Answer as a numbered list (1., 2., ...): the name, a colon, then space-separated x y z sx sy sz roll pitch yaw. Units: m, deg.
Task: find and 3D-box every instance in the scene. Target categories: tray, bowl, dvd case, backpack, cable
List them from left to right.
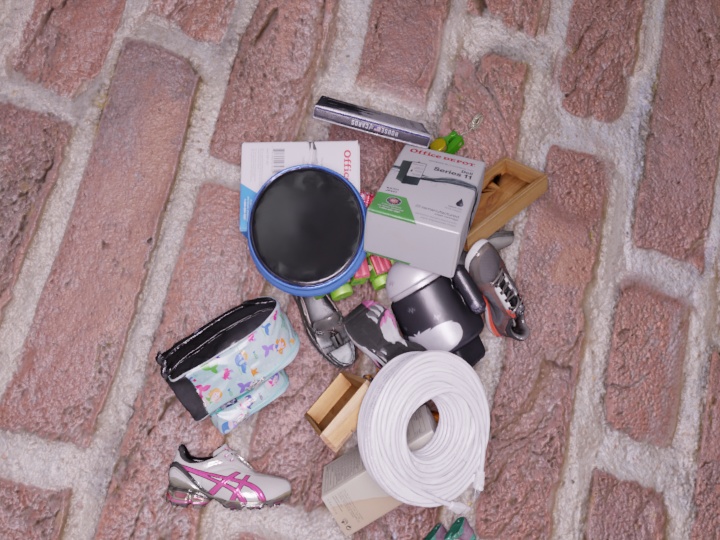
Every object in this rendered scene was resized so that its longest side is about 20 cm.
1. backpack: -0.187 0.133 0.891 0.199 0.176 0.153 -39 109 -16
2. bowl: -0.080 -0.064 0.896 0.193 0.039 0.209 0 81 1
3. tray: -0.031 0.206 0.881 0.037 0.200 0.099 44 78 -5
4. dvd case: 0.019 -0.257 1.001 0.193 0.151 0.025 15 111 -5
5. cable: 0.089 0.210 0.789 0.195 0.069 0.207 18 82 -25
6. tray: 0.220 -0.118 1.009 0.198 0.038 0.098 -35 45 -20

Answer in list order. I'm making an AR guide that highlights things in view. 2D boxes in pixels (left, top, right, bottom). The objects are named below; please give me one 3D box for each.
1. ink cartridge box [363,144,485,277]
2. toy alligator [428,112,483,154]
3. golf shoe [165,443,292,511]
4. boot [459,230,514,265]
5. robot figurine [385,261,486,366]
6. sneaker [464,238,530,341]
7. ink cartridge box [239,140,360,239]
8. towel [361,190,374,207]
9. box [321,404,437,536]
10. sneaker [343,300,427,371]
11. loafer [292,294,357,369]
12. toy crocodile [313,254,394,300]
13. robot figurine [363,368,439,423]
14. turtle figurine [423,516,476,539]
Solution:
1. ink cartridge box: 0.103 -0.100 0.902 0.142 0.085 0.202 15 43 13
2. toy alligator: 0.144 -0.215 1.055 0.054 0.060 0.201 30 74 41
3. golf shoe: -0.201 0.320 0.906 0.192 0.073 0.096 6 78 -6
4. boot: 0.191 0.016 1.021 0.194 0.068 0.135 -20 90 -5
5. robot figurine: 0.120 0.062 0.927 0.147 0.125 0.204 -29 87 9
6. sneaker: 0.237 0.035 0.961 0.077 0.081 0.203 -42 124 -17
7. ink cartridge box: -0.096 -0.129 0.970 0.192 0.084 0.151 0 79 1
8. towel: -0.001 -0.069 1.025 0.194 0.022 0.149 18 79 -4
9. box: 0.041 0.304 0.897 0.196 0.095 0.079 -32 100 7
10. sneaker: 0.042 0.134 0.917 0.079 0.088 0.200 -28 46 -17
11. loafer: -0.068 0.072 0.970 0.071 0.063 0.204 -29 85 -11
12. toy crocodile: 0.000 0.000 0.963 0.194 0.062 0.070 -15 76 -23
13. robot figurine: 0.096 0.210 0.969 0.194 0.058 0.150 19 76 -4
14. turtle figurine: 0.192 0.490 0.917 0.149 0.100 0.202 -42 84 29
